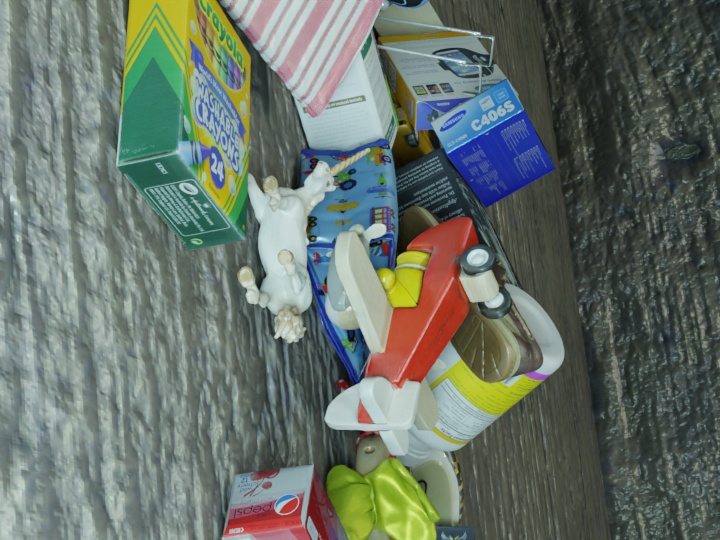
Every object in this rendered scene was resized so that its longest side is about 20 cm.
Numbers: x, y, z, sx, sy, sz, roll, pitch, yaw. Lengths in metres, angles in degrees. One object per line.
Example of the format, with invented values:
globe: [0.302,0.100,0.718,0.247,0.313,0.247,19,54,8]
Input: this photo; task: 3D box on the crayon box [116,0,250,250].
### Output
crayon box: [-0.126,-0.134,1.060,0.126,0.051,0.201,56,28,-57]

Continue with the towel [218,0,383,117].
towel: [-0.059,-0.251,1.271,0.200,0.030,0.147,48,62,-43]

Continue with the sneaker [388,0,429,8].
sneaker: [-0.015,-0.324,1.432,0.200,0.070,0.078,37,37,-3]

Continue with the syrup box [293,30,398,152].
syrup box: [-0.027,-0.209,1.417,0.079,0.081,0.201,-74,152,-58]

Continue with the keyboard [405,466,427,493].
keyboard: [0.030,0.274,1.446,0.104,0.039,0.202,17,63,-48]

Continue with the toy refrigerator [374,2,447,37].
toy refrigerator: [0.094,-0.241,1.766,0.201,0.076,0.070,62,6,25]

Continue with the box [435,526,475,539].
box: [0.103,0.394,1.525,0.158,0.051,0.201,-83,169,-45]

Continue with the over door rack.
over door rack: [0.053,-0.267,1.547,0.148,0.199,0.067,-62,173,-66]

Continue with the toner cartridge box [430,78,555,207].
toner cartridge box: [0.148,-0.135,1.563,0.043,0.095,0.200,63,8,20]

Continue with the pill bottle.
pill bottle: [0.100,0.110,1.426,0.104,0.200,0.105,35,29,-23]

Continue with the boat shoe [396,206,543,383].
boat shoe: [0.103,0.020,1.336,0.072,0.072,0.200,-4,46,-38]

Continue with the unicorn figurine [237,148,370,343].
unicorn figurine: [-0.062,-0.034,1.224,0.137,0.073,0.202,41,58,-68]

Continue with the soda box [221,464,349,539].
soda box: [-0.040,0.241,1.106,0.064,0.069,0.201,-82,157,-50]

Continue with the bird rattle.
bird rattle: [0.009,0.202,1.340,0.200,0.112,0.164,-100,-176,-59]

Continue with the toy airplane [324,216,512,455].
toy airplane: [0.023,0.054,1.222,0.199,0.140,0.202,-10,114,-54]

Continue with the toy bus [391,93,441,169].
toy bus: [0.052,-0.149,1.707,0.200,0.065,0.079,49,34,-63]

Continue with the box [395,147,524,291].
box: [0.098,0.001,1.578,0.198,0.123,0.200,68,10,19]

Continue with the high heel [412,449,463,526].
high heel: [0.082,0.178,1.589,0.201,0.071,0.143,66,25,-18]

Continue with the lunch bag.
lunch bag: [0.000,0.000,1.397,0.151,0.093,0.201,-91,172,-49]

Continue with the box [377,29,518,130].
box: [0.099,-0.213,1.624,0.200,0.118,0.042,-112,-161,-53]
